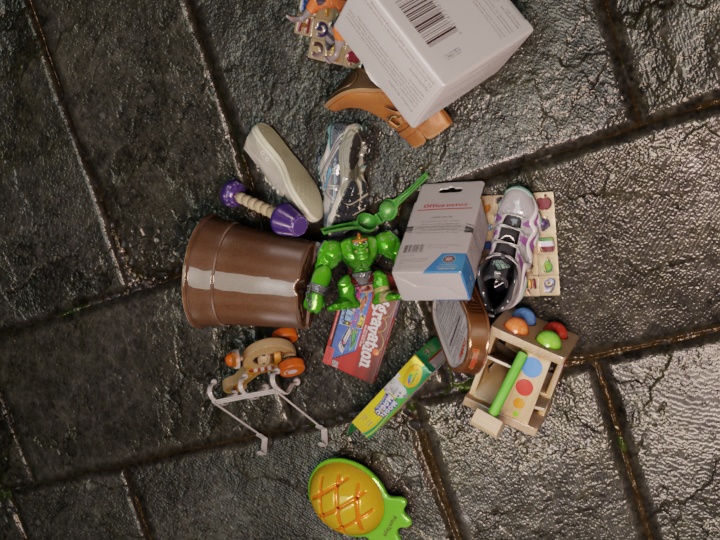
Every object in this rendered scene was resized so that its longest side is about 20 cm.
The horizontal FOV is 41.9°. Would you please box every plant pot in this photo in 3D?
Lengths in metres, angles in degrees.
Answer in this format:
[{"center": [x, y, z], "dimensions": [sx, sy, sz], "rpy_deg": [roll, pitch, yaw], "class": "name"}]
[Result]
[{"center": [-0.176, 0.011, 1.613], "dimensions": [0.196, 0.200, 0.202], "rpy_deg": [7, 105, 13], "class": "plant pot"}]

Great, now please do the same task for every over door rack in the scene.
[{"center": [-0.164, 0.249, 1.697], "dimensions": [0.147, 0.067, 0.200], "rpy_deg": [-13, 132, 25], "class": "over door rack"}]

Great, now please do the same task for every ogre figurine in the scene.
[{"center": [0.000, 0.000, 1.558], "dimensions": [0.198, 0.098, 0.121], "rpy_deg": [-11, 84, 14], "class": "ogre figurine"}]

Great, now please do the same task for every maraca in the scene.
[{"center": [-0.004, 0.415, 1.671], "dimensions": [0.199, 0.107, 0.138], "rpy_deg": [29, 111, 14], "class": "maraca"}]

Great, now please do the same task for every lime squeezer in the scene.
[{"center": [0.027, -0.102, 1.567], "dimensions": [0.199, 0.071, 0.038], "rpy_deg": [-28, 51, -3], "class": "lime squeezer"}]

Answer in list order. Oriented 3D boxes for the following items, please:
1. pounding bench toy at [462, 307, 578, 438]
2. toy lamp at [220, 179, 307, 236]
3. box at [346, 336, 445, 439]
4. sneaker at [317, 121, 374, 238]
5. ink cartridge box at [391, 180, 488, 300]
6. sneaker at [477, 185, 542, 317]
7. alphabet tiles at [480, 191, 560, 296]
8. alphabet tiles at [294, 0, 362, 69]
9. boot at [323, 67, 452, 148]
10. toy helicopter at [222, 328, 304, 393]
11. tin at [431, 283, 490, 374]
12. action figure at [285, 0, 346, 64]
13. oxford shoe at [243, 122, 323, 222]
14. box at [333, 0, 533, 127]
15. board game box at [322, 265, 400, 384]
[{"center": [0.244, 0.157, 1.456], "dimensions": [0.123, 0.200, 0.157], "rpy_deg": [23, 111, 16], "class": "pounding bench toy"}, {"center": [-0.162, -0.105, 1.605], "dimensions": [0.199, 0.058, 0.059], "rpy_deg": [29, 114, 44], "class": "toy lamp"}, {"center": [0.063, 0.207, 1.590], "dimensions": [0.048, 0.117, 0.200], "rpy_deg": [46, 115, 8], "class": "box"}, {"center": [-0.034, -0.155, 1.583], "dimensions": [0.086, 0.077, 0.202], "rpy_deg": [27, 113, 37], "class": "sneaker"}, {"center": [0.133, -0.049, 1.485], "dimensions": [0.115, 0.201, 0.068], "rpy_deg": [0, 137, 24], "class": "ink cartridge box"}, {"center": [0.225, -0.024, 1.447], "dimensions": [0.077, 0.140, 0.202], "rpy_deg": [8, 106, 21], "class": "sneaker"}, {"center": [0.221, -0.040, 1.528], "dimensions": [0.198, 0.008, 0.169], "rpy_deg": [-1, 102, 23], "class": "alphabet tiles"}, {"center": [-0.024, -0.438, 1.538], "dimensions": [0.165, 0.006, 0.202], "rpy_deg": [18, 108, 18], "class": "alphabet tiles"}, {"center": [0.041, -0.259, 1.520], "dimensions": [0.155, 0.074, 0.199], "rpy_deg": [46, 147, -21], "class": "boot"}, {"center": [-0.200, 0.175, 1.696], "dimensions": [0.200, 0.131, 0.079], "rpy_deg": [-42, 54, 42], "class": "toy helicopter"}, {"center": [0.155, 0.078, 1.482], "dimensions": [0.041, 0.201, 0.113], "rpy_deg": [2, 125, -13], "class": "tin"}, {"center": [-0.030, -0.456, 1.503], "dimensions": [0.194, 0.104, 0.201], "rpy_deg": [-46, 56, 18], "class": "action figure"}, {"center": [-0.132, -0.161, 1.612], "dimensions": [0.058, 0.075, 0.201], "rpy_deg": [-41, 81, 27], "class": "oxford shoe"}, {"center": [0.106, -0.356, 1.380], "dimensions": [0.199, 0.200, 0.131], "rpy_deg": [52, 153, 3], "class": "box"}, {"center": [0.006, 0.089, 1.641], "dimensions": [0.102, 0.019, 0.201], "rpy_deg": [21, 109, 16], "class": "board game box"}]
